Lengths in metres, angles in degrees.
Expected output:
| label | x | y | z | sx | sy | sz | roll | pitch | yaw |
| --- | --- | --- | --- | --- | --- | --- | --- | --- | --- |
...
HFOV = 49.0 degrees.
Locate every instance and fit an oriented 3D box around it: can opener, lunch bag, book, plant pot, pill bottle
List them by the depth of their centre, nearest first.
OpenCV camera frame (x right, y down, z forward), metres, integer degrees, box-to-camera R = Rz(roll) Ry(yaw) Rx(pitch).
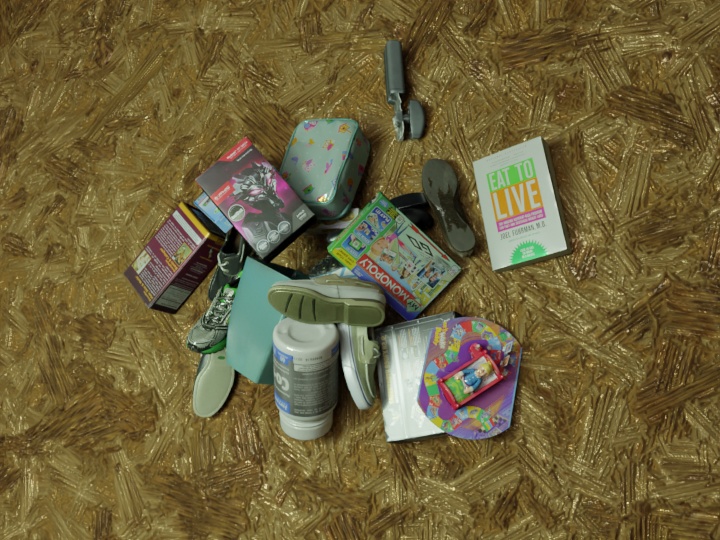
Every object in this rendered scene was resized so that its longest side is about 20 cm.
| label | x | y | z | sx | sy | sz | roll | pitch | yaw |
| --- | --- | --- | --- | --- | --- | --- | --- | --- | --- |
| book | 0.273 | -0.110 | 1.350 | 0.133 | 0.048 | 0.202 | -17 | 72 | 26 |
| pill bottle | -0.094 | 0.187 | 1.370 | 0.113 | 0.114 | 0.201 | 20 | 125 | 29 |
| can opener | 0.036 | -0.074 | 1.438 | 0.199 | 0.063 | 0.079 | -20 | 51 | 12 |
| plant pot | -0.153 | 0.102 | 1.449 | 0.141 | 0.141 | 0.201 | 24 | 95 | 37 |
| lunch bag | -0.076 | -0.194 | 1.502 | 0.159 | 0.077 | 0.201 | 2 | 62 | 30 |
| can opener | 0.084 | -0.340 | 1.504 | 0.066 | 0.053 | 0.202 | -1 | 74 | -7 |

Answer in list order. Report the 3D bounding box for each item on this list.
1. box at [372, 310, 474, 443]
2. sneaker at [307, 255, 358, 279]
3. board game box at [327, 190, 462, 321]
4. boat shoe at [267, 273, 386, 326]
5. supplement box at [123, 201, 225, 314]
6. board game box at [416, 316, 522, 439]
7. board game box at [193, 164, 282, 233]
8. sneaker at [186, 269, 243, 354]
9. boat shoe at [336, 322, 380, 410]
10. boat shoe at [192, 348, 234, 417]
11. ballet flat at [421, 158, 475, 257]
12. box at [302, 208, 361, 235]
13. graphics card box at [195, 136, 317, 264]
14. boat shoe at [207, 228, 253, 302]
| label | x | y | z | sx | sy | sz | roll | pitch | yaw |
| --- | --- | --- | --- | --- | --- | --- | --- | --- | --- |
| box | 0.110 | 0.184 | 1.352 | 0.157 | 0.048 | 0.202 | -16 | 71 | 24 |
| sneaker | 0.000 | 0.000 | 1.432 | 0.198 | 0.073 | 0.072 | -10 | 28 | 17 |
| board game box | 0.060 | -0.021 | 1.364 | 0.135 | 0.200 | 0.029 | -47 | 18 | 9 |
| boat shoe | -0.056 | 0.046 | 1.335 | 0.198 | 0.075 | 0.069 | 11 | 42 | -5 |
| supplement box | -0.376 | -0.023 | 1.624 | 0.200 | 0.086 | 0.110 | -49 | 62 | 8 |
| board game box | 0.180 | 0.168 | 1.278 | 0.157 | 0.039 | 0.201 | 13 | 72 | 1 |
| board game box | -0.243 | -0.156 | 1.543 | 0.151 | 0.037 | 0.200 | -45 | 26 | -6 |
| sneaker | -0.258 | 0.072 | 1.475 | 0.078 | 0.086 | 0.200 | 22 | 53 | 18 |
| boat shoe | 0.002 | 0.135 | 1.357 | 0.062 | 0.072 | 0.202 | -15 | 76 | 13 |
| boat shoe | -0.282 | 0.186 | 1.548 | 0.071 | 0.068 | 0.202 | 14 | 88 | -16 |
| ballet flat | 0.157 | -0.110 | 1.407 | 0.067 | 0.046 | 0.201 | -18 | 65 | -3 |
| box | -0.084 | -0.092 | 1.523 | 0.199 | 0.039 | 0.042 | 1 | 76 | 27 |
| graphics card box | -0.187 | -0.126 | 1.418 | 0.125 | 0.051 | 0.200 | -40 | 80 | -5 |
| boat shoe | -0.259 | -0.024 | 1.564 | 0.072 | 0.067 | 0.201 | 35 | 104 | 32 |
